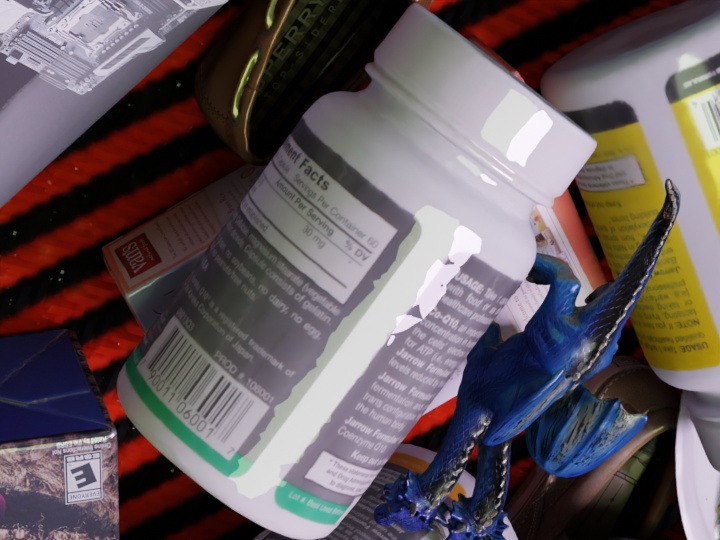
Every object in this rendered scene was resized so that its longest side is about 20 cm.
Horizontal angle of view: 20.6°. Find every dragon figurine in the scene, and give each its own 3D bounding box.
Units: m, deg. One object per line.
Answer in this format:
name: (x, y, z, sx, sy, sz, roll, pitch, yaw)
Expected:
dragon figurine: (0.083, 0.050, 0.846, 0.059, 0.100, 0.200, 27, 133, -29)

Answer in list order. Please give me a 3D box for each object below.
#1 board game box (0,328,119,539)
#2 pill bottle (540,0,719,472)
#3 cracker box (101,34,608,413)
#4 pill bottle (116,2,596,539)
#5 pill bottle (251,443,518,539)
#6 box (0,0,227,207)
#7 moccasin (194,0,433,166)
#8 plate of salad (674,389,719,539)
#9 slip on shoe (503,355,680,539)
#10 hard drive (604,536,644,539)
board game box: (-0.193, 0.143, 0.878, 0.159, 0.097, 0.201, -7, 117, -17)
pill bottle: (0.167, -0.017, 0.891, 0.114, 0.114, 0.201, -24, 101, -8)
cracker box: (0.001, 0.002, 0.904, 0.199, 0.058, 0.134, -30, 121, -6)
pill bottle: (0.000, 0.000, 0.804, 0.113, 0.113, 0.200, 33, 99, -31)
pill bottle: (-0.021, 0.173, 0.900, 0.200, 0.116, 0.117, -34, 130, -42)
box: (-0.150, -0.104, 0.762, 0.200, 0.050, 0.158, -41, 149, 2)
moccasin: (0.005, -0.131, 0.826, 0.201, 0.078, 0.074, -48, 121, 5)
plate of salad: (0.234, 0.083, 1.002, 0.199, 0.048, 0.201, -4, 97, -38)
slip on shoe: (0.112, 0.143, 1.015, 0.076, 0.061, 0.201, 19, 107, -28)
hard drive: (0.120, 0.195, 0.998, 0.140, 0.033, 0.200, -47, 155, 10)
